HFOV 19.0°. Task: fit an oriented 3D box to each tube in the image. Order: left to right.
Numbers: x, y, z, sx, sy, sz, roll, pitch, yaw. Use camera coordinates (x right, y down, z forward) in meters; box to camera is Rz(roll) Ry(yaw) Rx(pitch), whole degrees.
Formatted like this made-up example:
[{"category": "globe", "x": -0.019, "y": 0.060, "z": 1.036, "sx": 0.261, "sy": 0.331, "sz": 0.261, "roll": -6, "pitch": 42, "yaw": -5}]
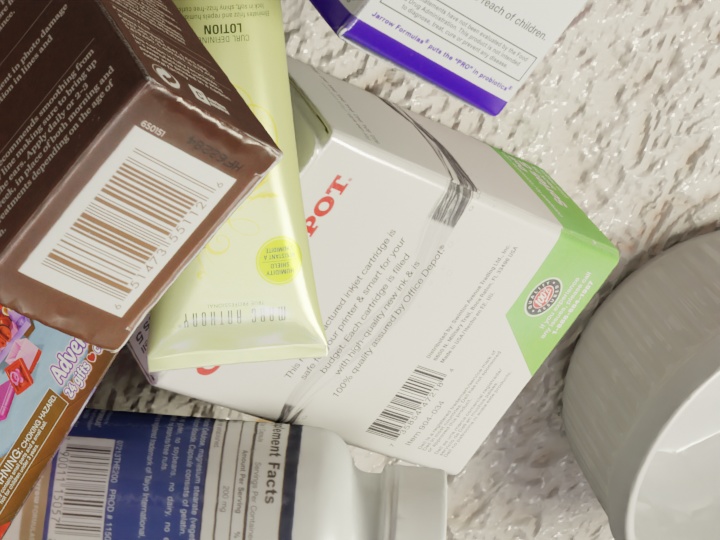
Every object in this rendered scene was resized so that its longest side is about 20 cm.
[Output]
[{"category": "tube", "x": -0.055, "y": -0.059, "z": 0.888, "sx": 0.052, "sy": 0.058, "sz": 0.201, "roll": -15, "pitch": 105, "yaw": -56}]

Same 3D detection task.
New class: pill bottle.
[{"category": "pill bottle", "x": -0.063, "y": 0.123, "z": 0.978, "sx": 0.199, "sy": 0.111, "sz": 0.111, "roll": 5, "pitch": 128, "yaw": 0}]

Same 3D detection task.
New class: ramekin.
[{"category": "ramekin", "x": 0.205, "y": 0.071, "z": 1.182, "sx": 0.199, "sy": 0.105, "sz": 0.201, "roll": -17, "pitch": 132, "yaw": -19}]

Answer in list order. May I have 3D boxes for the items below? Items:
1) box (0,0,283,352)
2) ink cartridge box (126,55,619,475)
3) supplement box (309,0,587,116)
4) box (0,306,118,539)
[{"category": "box", "x": -0.119, "y": -0.073, "z": 0.798, "sx": 0.100, "sy": 0.200, "sz": 0.075, "roll": -48, "pitch": 137, "yaw": 14}, {"category": "ink cartridge box", "x": 0.000, "y": 0.000, "z": 1.013, "sx": 0.200, "sy": 0.084, "sz": 0.146, "roll": 21, "pitch": 113, "yaw": -41}, {"category": "supplement box", "x": 0.063, "y": -0.182, "z": 0.888, "sx": 0.103, "sy": 0.101, "sz": 0.200, "roll": 22, "pitch": 112, "yaw": -41}, {"category": "box", "x": -0.179, "y": 0.036, "z": 0.840, "sx": 0.137, "sy": 0.200, "sz": 0.039, "roll": 41, "pitch": 141, "yaw": -16}]
